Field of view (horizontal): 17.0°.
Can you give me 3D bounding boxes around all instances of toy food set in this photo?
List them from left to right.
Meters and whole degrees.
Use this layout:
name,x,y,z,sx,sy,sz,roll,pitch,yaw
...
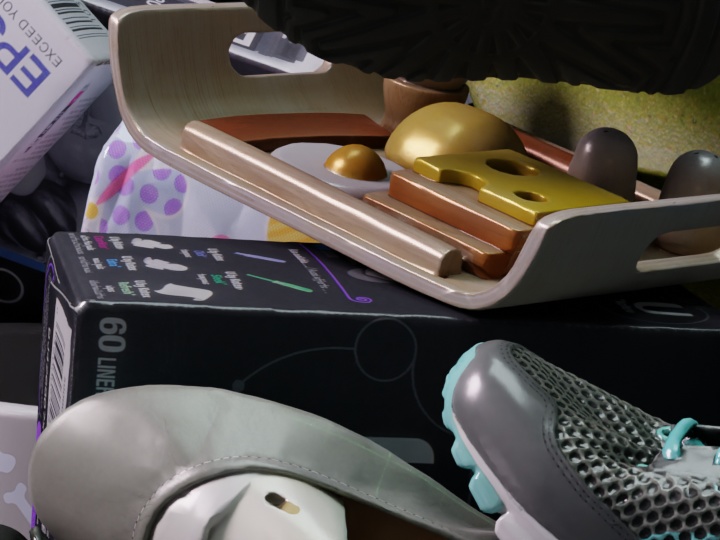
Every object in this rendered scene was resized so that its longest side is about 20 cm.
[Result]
name,x,y,z,sx,sy,sz,roll,pitch,yaw
toy food set,0.035,-0.047,0.759,0.143,0.061,0.200,-7,25,-43

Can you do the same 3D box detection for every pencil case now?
name,x,y,z,sx,sy,sz,roll,pitch,yaw
pencil case,0.000,0.000,0.857,0.199,0.084,0.091,20,-3,9

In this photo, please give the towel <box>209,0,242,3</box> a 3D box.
name,x,y,z,sx,sy,sz,roll,pitch,yaw
towel,-0.081,-0.120,0.957,0.199,0.193,0.035,-6,40,4

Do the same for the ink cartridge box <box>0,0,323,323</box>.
name,x,y,z,sx,sy,sz,roll,pitch,yaw
ink cartridge box,-0.080,-0.020,0.963,0.199,0.199,0.043,18,37,1

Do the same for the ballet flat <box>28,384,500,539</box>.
name,x,y,z,sx,sy,sz,roll,pitch,yaw
ballet flat,0.006,0.085,0.630,0.199,0.068,0.064,22,12,-4

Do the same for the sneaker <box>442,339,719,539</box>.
name,x,y,z,sx,sy,sz,roll,pitch,yaw
sneaker,0.116,0.066,0.611,0.199,0.091,0.078,33,19,3

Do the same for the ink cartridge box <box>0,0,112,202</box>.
name,x,y,z,sx,sy,sz,roll,pitch,yaw
ink cartridge box,-0.217,-0.080,0.895,0.196,0.200,0.043,47,15,7

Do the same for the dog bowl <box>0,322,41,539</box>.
name,x,y,z,sx,sy,sz,roll,pitch,yaw
dog bowl,-0.103,0.062,0.889,0.199,0.059,0.200,5,9,-1

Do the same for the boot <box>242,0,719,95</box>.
name,x,y,z,sx,sy,sz,roll,pitch,yaw
boot,0.029,-0.129,0.795,0.181,0.073,0.200,14,30,-18

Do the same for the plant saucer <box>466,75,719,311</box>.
name,x,y,z,sx,sy,sz,roll,pitch,yaw
plant saucer,0.140,-0.017,0.861,0.199,0.048,0.200,14,-23,43

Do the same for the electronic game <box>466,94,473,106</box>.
name,x,y,z,sx,sy,sz,roll,pitch,yaw
electronic game,0.045,-0.006,1.015,0.199,0.201,0.042,4,36,-7

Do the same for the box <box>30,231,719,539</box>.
name,x,y,z,sx,sy,sz,roll,pitch,yaw
box,0.004,0.060,0.728,0.199,0.123,0.106,2,12,-13

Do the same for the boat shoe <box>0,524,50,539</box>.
name,x,y,z,sx,sy,sz,roll,pitch,yaw
boat shoe,-0.102,0.099,0.628,0.201,0.063,0.073,13,9,38
